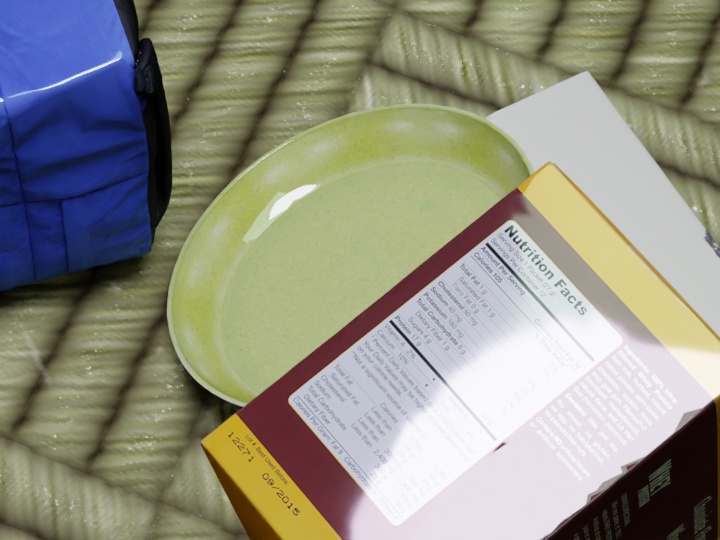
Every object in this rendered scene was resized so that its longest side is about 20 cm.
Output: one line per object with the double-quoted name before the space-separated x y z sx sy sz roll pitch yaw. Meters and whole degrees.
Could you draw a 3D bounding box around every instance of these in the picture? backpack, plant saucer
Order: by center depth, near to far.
"backpack" -0.182 -0.089 1.397 0.167 0.200 0.163 -14 62 -3
"plant saucer" 0.000 0.000 1.417 0.199 0.031 0.201 -15 45 16

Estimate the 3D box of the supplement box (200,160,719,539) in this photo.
"supplement box" 0.060 0.094 1.282 0.200 0.197 0.133 -38 68 -9

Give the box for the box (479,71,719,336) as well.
"box" 0.137 0.003 1.441 0.068 0.082 0.200 -24 65 -19
